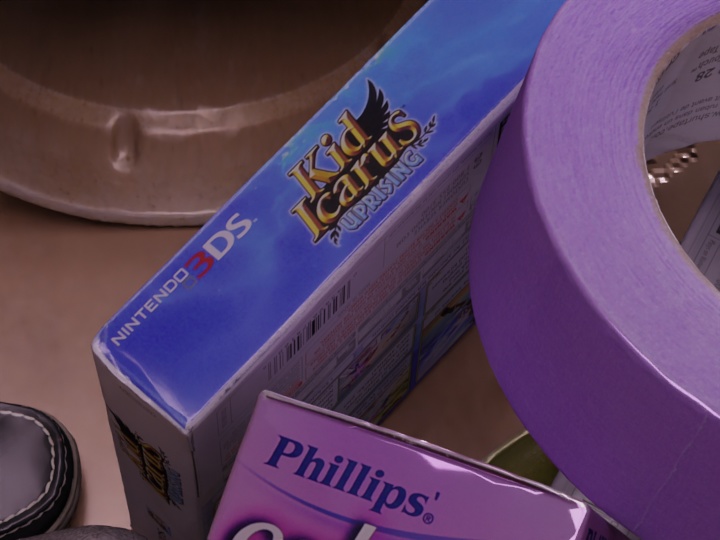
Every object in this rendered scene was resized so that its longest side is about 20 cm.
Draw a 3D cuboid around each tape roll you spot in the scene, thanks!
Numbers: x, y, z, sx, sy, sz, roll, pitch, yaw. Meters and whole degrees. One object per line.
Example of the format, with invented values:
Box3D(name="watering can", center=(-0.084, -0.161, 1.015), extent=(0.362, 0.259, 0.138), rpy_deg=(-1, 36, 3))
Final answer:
Box3D(name="tape roll", center=(0.134, -0.006, 0.664), extent=(0.200, 0.066, 0.200), rpy_deg=(8, 52, -10))

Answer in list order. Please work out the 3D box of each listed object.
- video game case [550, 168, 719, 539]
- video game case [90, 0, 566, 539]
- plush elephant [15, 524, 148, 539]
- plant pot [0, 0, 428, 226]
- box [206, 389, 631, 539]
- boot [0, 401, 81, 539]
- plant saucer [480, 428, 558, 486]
Box3D(name="video game case", center=(0.179, 0.055, 0.806), extent=(0.182, 0.024, 0.200), rpy_deg=(28, 64, 8))
Box3D(name="video game case", center=(0.000, 0.000, 0.765), extent=(0.045, 0.181, 0.200), rpy_deg=(39, 71, 15))
Box3D(name="plush elephant", center=(-0.133, 0.169, 0.706), extent=(0.200, 0.165, 0.155), rpy_deg=(-1, 68, 8))
Box3D(name="plant pot", center=(-0.066, -0.147, 0.831), extent=(0.200, 0.201, 0.184), rpy_deg=(-3, 57, -4))
Box3D(name="box", center=(0.001, 0.153, 0.677), extent=(0.097, 0.176, 0.200), rpy_deg=(17, 83, 15))
Box3D(name="boot", center=(-0.195, 0.059, 0.747), extent=(0.203, 0.154, 0.074), rpy_deg=(-4, 68, -4))
Box3D(name="plant saucer", center=(0.109, 0.139, 0.795), extent=(0.200, 0.031, 0.200), rpy_deg=(1, 67, -2))
